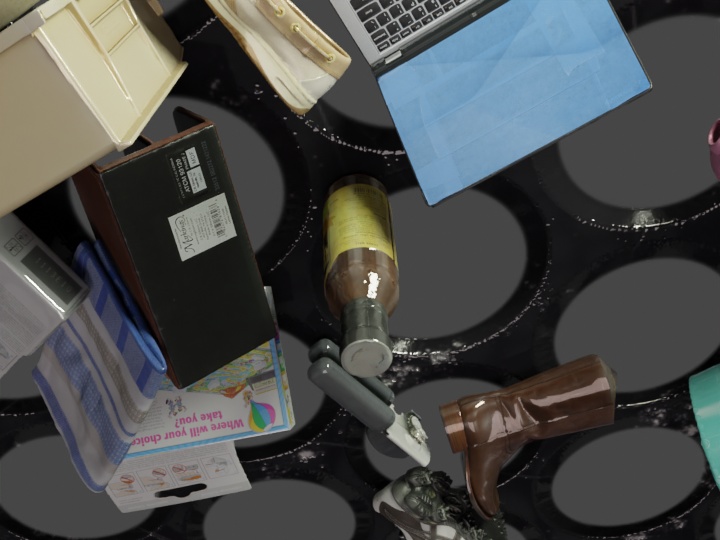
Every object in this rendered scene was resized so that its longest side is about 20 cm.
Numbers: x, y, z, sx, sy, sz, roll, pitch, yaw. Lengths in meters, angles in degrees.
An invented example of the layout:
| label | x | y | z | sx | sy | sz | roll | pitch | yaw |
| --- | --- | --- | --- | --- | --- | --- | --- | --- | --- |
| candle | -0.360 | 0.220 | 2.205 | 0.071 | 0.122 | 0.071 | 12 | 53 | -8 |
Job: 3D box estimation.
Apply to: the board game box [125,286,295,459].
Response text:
| label | x | y | z | sx | sy | sz | roll | pitch | yaw |
| --- | --- | --- | --- | --- | --- | --- | --- | --- | --- |
| board game box | -0.171 | 0.101 | 0.860 | 0.196 | 0.034 | 0.137 | -10 | 88 | 4 |

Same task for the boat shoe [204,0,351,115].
| label | x | y | z | sx | sy | sz | roll | pitch | yaw |
| --- | --- | --- | --- | --- | --- | --- | --- | --- | --- |
| boat shoe | -0.078 | -0.210 | 0.653 | 0.069 | 0.074 | 0.200 | -35 | 125 | 8 |

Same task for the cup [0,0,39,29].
| label | x | y | z | sx | sy | sz | roll | pitch | yaw |
| --- | --- | --- | --- | --- | --- | --- | --- | --- | --- |
| cup | -0.250 | -0.219 | 0.531 | 0.198 | 0.202 | 0.144 | -25 | 122 | 15 |

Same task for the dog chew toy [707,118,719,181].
| label | x | y | z | sx | sy | sz | roll | pitch | yaw |
| --- | --- | --- | --- | --- | --- | --- | --- | --- | --- |
| dog chew toy | 0.387 | -0.083 | 0.762 | 0.196 | 0.126 | 0.126 | 18 | 126 | -9 |

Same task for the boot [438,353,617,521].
| label | x | y | z | sx | sy | sz | roll | pitch | yaw |
| --- | --- | --- | --- | --- | --- | --- | --- | --- | --- |
| boot | 0.203 | 0.188 | 0.998 | 0.196 | 0.065 | 0.188 | -19 | 127 | 5 |

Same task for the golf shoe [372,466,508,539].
| label | x | y | z | sx | sy | sz | roll | pitch | yaw |
| --- | --- | --- | --- | --- | --- | --- | --- | --- | --- |
| golf shoe | 0.099 | 0.297 | 1.078 | 0.094 | 0.079 | 0.199 | -26 | 127 | 38 |

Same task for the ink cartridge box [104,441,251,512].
| label | x | y | z | sx | sy | sz | roll | pitch | yaw |
| --- | --- | --- | --- | --- | --- | --- | --- | --- | --- |
| ink cartridge box | -0.214 | 0.173 | 0.960 | 0.157 | 0.048 | 0.202 | -11 | 131 | 3 |

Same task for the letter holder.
| label | x | y | z | sx | sy | sz | roll | pitch | yaw |
| --- | --- | --- | --- | --- | --- | --- | --- | --- | --- |
| letter holder | -0.167 | -0.030 | 0.768 | 0.099 | 0.142 | 0.203 | -27 | 123 | -23 |

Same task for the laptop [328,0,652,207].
| label | x | y | z | sx | sy | sz | roll | pitch | yaw |
| --- | --- | --- | --- | --- | --- | --- | --- | --- | --- |
| laptop | 0.077 | -0.189 | 0.646 | 0.185 | 0.117 | 0.201 | -27 | 126 | 15 |

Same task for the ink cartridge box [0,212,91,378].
| label | x | y | z | sx | sy | sz | roll | pitch | yaw |
| --- | --- | --- | --- | --- | --- | --- | --- | --- | --- |
| ink cartridge box | -0.347 | -0.006 | 0.768 | 0.200 | 0.044 | 0.173 | 46 | 134 | -12 |

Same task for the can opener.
| label | x | y | z | sx | sy | sz | roll | pitch | yaw |
| --- | --- | --- | --- | --- | --- | --- | --- | --- | --- |
| can opener | 0.009 | 0.150 | 0.953 | 0.066 | 0.053 | 0.200 | -30 | 125 | 20 |

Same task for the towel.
| label | x | y | z | sx | sy | sz | roll | pitch | yaw |
| --- | --- | --- | --- | --- | --- | --- | --- | --- | --- |
| towel | -0.236 | 0.089 | 0.791 | 0.024 | 0.148 | 0.201 | -13 | 149 | -43 |

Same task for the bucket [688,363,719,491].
| label | x | y | z | sx | sy | sz | roll | pitch | yaw |
| --- | --- | --- | --- | --- | --- | --- | --- | --- | --- |
| bucket | 0.433 | 0.172 | 0.918 | 0.133 | 0.210 | 0.208 | -23 | 128 | 26 |

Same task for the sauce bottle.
| label | x | y | z | sx | sy | sz | roll | pitch | yaw |
| --- | --- | --- | --- | --- | --- | --- | --- | --- | --- |
| sauce bottle | 0.000 | 0.000 | 0.737 | 0.063 | 0.202 | 0.066 | -1 | 129 | -1 |

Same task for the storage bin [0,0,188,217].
| label | x | y | z | sx | sy | sz | roll | pitch | yaw |
| --- | --- | --- | --- | --- | --- | --- | --- | --- | --- |
| storage bin | -0.237 | -0.116 | 0.627 | 0.197 | 0.200 | 0.094 | -27 | 115 | 16 |
